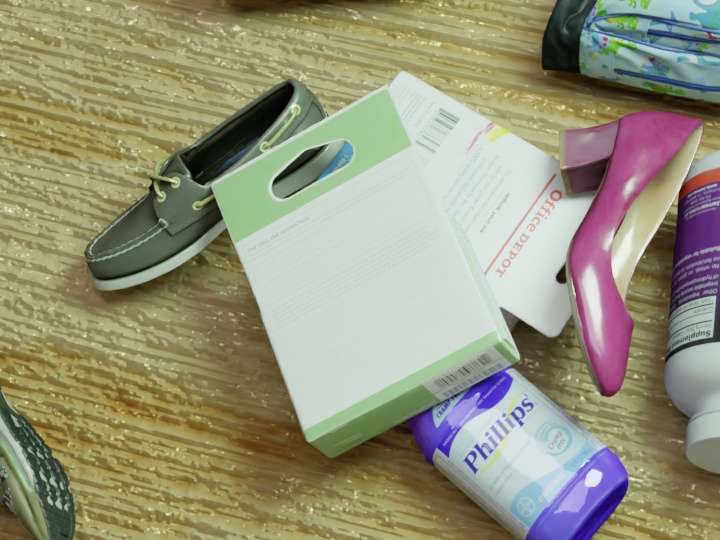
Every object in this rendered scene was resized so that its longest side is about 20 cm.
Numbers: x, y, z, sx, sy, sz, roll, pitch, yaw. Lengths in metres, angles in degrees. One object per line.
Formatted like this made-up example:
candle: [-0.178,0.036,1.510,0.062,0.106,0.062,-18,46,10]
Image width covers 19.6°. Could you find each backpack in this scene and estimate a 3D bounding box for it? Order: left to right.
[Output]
backpack: [0.248,-0.192,1.449,0.199,0.154,0.164,25,66,6]

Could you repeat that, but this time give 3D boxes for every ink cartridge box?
ink cartridge box: [0.000,0.000,1.360,0.145,0.048,0.201,-28,63,12]
ink cartridge box: [0.079,-0.034,1.423,0.199,0.068,0.115,32,72,18]

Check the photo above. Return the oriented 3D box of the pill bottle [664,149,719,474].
pill bottle: [0.257,0.027,1.354,0.111,0.113,0.201,5,66,7]

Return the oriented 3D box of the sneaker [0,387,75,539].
sneaker: [-0.263,0.126,1.391,0.089,0.077,0.200,-42,63,1]

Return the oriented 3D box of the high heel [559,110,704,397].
high heel: [0.180,-0.016,1.331,0.095,0.068,0.201,-8,63,11]

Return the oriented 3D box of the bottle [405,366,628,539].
bottle: [0.080,0.101,1.363,0.200,0.065,0.084,41,80,20]

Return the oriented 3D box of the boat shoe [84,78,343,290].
boat shoe: [-0.110,-0.059,1.435,0.201,0.060,0.072,-32,34,2]
